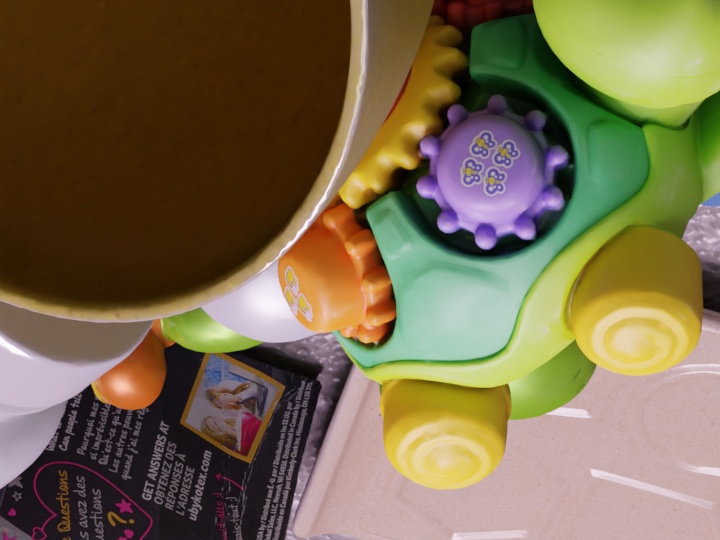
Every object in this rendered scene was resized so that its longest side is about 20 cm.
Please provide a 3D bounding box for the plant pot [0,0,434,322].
[{"bbox_3d":[-0.054,-0.106,0.809,0.200,0.142,0.200,13,120,25],"label":"plant pot"}]

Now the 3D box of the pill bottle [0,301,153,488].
[{"bbox_3d":[-0.158,0.030,0.942,0.114,0.114,0.200,35,135,-25],"label":"pill bottle"}]

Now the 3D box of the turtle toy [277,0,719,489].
[{"bbox_3d":[0.047,-0.040,0.861,0.101,0.146,0.200,35,129,-29],"label":"turtle toy"}]

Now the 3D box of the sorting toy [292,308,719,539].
[{"bbox_3d":[0.089,0.063,1.132,0.200,0.037,0.185,12,140,-7],"label":"sorting toy"}]

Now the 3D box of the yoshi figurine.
[{"bbox_3d":[-0.001,0.009,1.000,0.200,0.112,0.112,-6,98,10],"label":"yoshi figurine"}]

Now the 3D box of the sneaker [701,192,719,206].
[{"bbox_3d":[0.140,-0.103,0.914,0.078,0.066,0.200,-8,137,-23],"label":"sneaker"}]

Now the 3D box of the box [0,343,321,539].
[{"bbox_3d":[-0.107,0.129,1.173,0.115,0.132,0.200,19,140,-7],"label":"box"}]
